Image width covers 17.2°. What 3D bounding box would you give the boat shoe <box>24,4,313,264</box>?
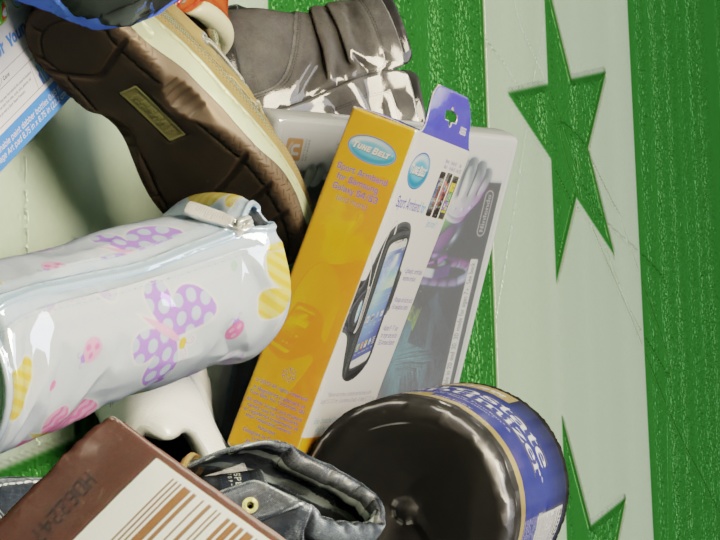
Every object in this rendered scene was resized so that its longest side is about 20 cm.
[{"bbox_3d":[-0.080,-0.084,1.136,0.200,0.071,0.076,53,33,-40],"label":"boat shoe"}]

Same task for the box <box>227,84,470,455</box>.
[{"bbox_3d":[0.000,0.000,1.192,0.119,0.041,0.201,10,100,-75],"label":"box"}]

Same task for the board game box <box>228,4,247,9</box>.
[{"bbox_3d":[-0.044,-0.045,1.379,0.135,0.028,0.201,6,78,-65],"label":"board game box"}]

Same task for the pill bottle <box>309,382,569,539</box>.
[{"bbox_3d":[0.046,0.115,1.225,0.200,0.111,0.112,-2,86,-75],"label":"pill bottle"}]

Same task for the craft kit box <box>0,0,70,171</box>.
[{"bbox_3d":[-0.196,-0.137,1.037,0.200,0.048,0.198,-57,138,-56],"label":"craft kit box"}]

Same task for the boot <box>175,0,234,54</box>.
[{"bbox_3d":[-0.115,-0.173,1.179,0.200,0.075,0.108,34,47,-62],"label":"boot"}]

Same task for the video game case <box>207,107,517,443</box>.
[{"bbox_3d":[-0.004,0.017,1.273,0.181,0.023,0.201,2,107,-43],"label":"video game case"}]

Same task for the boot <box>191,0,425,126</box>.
[{"bbox_3d":[-0.022,-0.052,1.288,0.070,0.131,0.201,178,-94,-74],"label":"boot"}]

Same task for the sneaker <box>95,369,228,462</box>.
[{"bbox_3d":[-0.078,0.120,1.180,0.200,0.074,0.087,56,11,-34],"label":"sneaker"}]

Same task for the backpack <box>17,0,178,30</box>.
[{"bbox_3d":[-0.103,-0.201,1.022,0.200,0.168,0.163,-43,125,-23],"label":"backpack"}]

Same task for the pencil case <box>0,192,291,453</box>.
[{"bbox_3d":[-0.119,0.022,1.060,0.200,0.091,0.083,-21,81,-48],"label":"pencil case"}]

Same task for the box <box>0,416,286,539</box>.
[{"bbox_3d":[-0.087,0.201,0.902,0.164,0.166,0.200,-46,158,-32],"label":"box"}]

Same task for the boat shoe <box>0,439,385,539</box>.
[{"bbox_3d":[-0.087,0.111,1.076,0.200,0.091,0.071,18,31,-34],"label":"boat shoe"}]
